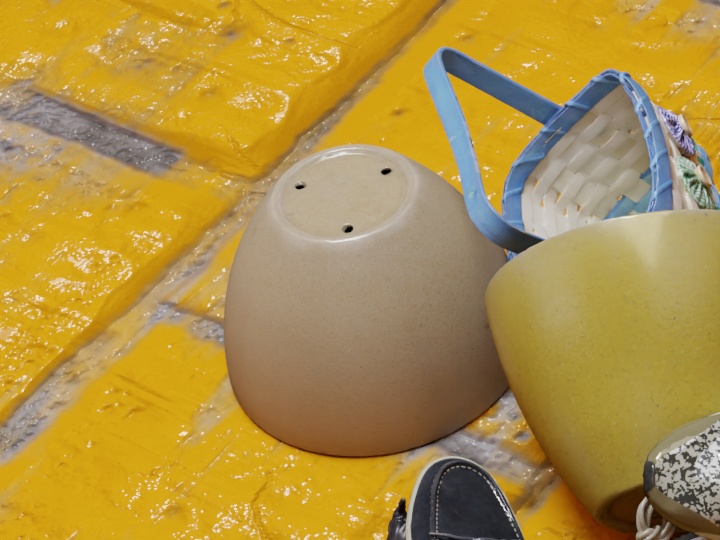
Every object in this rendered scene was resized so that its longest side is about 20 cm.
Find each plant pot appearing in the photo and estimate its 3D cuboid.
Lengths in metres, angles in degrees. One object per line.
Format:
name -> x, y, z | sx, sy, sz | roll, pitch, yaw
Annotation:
plant pot -> 0.000, 0.000, 1.652 | 0.200, 0.135, 0.200 | -7, 43, 7
plant pot -> 0.179, 0.071, 1.512 | 0.200, 0.200, 0.142 | -8, 65, 5

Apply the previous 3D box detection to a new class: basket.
basket -> 0.134, -0.051, 1.624 | 0.200, 0.139, 0.176 | 19, 36, -29

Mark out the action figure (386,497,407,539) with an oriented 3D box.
action figure -> -0.006, 0.210, 1.453 | 0.119, 0.102, 0.200 | 28, 53, 22

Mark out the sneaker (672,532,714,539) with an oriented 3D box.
sneaker -> 0.242, 0.202, 1.417 | 0.200, 0.084, 0.121 | -7, 33, 4

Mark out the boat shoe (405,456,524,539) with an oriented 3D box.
boat shoe -> 0.069, 0.170, 1.400 | 0.075, 0.062, 0.200 | 11, 39, -15

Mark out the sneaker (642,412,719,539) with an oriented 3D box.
sneaker -> 0.252, 0.104, 1.390 | 0.200, 0.089, 0.077 | -1, 77, 2

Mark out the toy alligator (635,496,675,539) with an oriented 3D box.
toy alligator -> 0.120, 0.215, 1.425 | 0.054, 0.059, 0.200 | -11, 52, 65
